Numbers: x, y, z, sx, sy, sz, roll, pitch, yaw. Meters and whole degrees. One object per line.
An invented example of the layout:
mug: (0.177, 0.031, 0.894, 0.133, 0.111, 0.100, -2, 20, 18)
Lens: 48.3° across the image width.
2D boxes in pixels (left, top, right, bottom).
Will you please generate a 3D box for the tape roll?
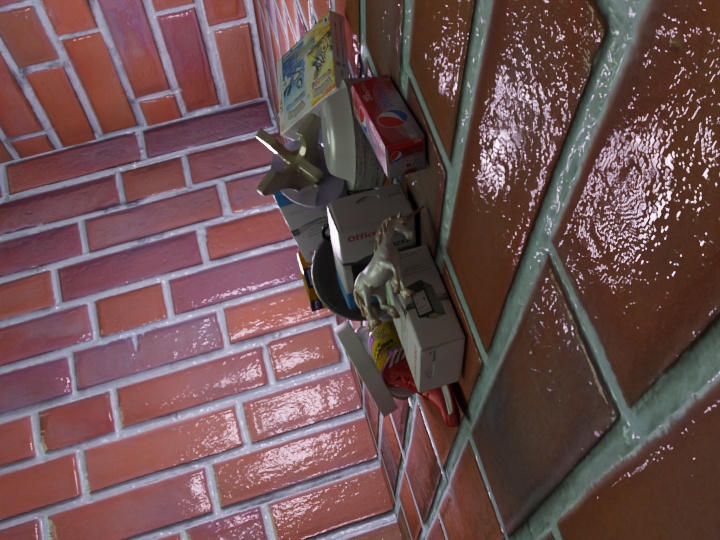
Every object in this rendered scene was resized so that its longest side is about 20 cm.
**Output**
tape roll: (0.010, 0.194, 1.598, 0.205, 0.037, 0.203, 60, 177, 4)

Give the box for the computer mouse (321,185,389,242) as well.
computer mouse: (0.001, -0.109, 1.543, 0.059, 0.198, 0.034, 49, -145, -25)

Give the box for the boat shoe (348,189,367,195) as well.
boat shoe: (0.016, -0.155, 1.761, 0.073, 0.062, 0.203, 39, -151, -55)

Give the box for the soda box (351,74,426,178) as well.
soda box: (0.044, -0.236, 1.297, 0.202, 0.069, 0.064, -113, 10, -45)

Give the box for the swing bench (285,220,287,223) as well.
swing bench: (-0.090, -0.169, 1.942, 0.199, 0.196, 0.132, -137, 32, -76)

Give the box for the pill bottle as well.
pill bottle: (0.076, 0.173, 1.737, 0.201, 0.102, 0.106, -117, 14, -58)

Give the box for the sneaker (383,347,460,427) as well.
sneaker: (0.110, 0.222, 1.499, 0.202, 0.114, 0.079, -108, -4, -48)

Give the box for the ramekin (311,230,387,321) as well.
ramekin: (0.000, 0.000, 1.646, 0.105, 0.196, 0.204, -1, -104, -89)

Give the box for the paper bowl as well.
paper bowl: (-0.015, -0.250, 1.485, 0.201, 0.102, 0.205, 174, 90, -81)

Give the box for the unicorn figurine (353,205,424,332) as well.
unicorn figurine: (0.043, -0.001, 1.323, 0.073, 0.200, 0.139, 16, -141, -45)

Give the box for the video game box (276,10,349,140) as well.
video game box: (-0.099, -0.393, 1.632, 0.199, 0.046, 0.186, -30, 60, 45)

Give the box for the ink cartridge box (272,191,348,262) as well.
ink cartridge box: (-0.093, -0.139, 1.756, 0.084, 0.143, 0.202, -102, -10, -55)

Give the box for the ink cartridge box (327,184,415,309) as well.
ink cartridge box: (0.026, -0.042, 1.479, 0.202, 0.142, 0.084, 82, 169, -46)

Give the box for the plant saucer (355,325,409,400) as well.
plant saucer: (0.067, 0.203, 1.870, 0.200, 0.050, 0.201, 42, -157, -22)

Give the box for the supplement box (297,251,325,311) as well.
supplement box: (-0.040, 0.002, 1.908, 0.110, 0.196, 0.110, 87, 165, -60)

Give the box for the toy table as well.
toy table: (-0.124, -0.210, 1.600, 0.198, 0.186, 0.117, 23, 171, 29)

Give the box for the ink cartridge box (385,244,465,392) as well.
ink cartridge box: (0.109, 0.084, 1.393, 0.147, 0.082, 0.202, 85, 168, -54)

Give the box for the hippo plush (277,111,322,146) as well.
hippo plush: (-0.103, -0.323, 1.842, 0.198, 0.160, 0.162, 34, -160, -17)
